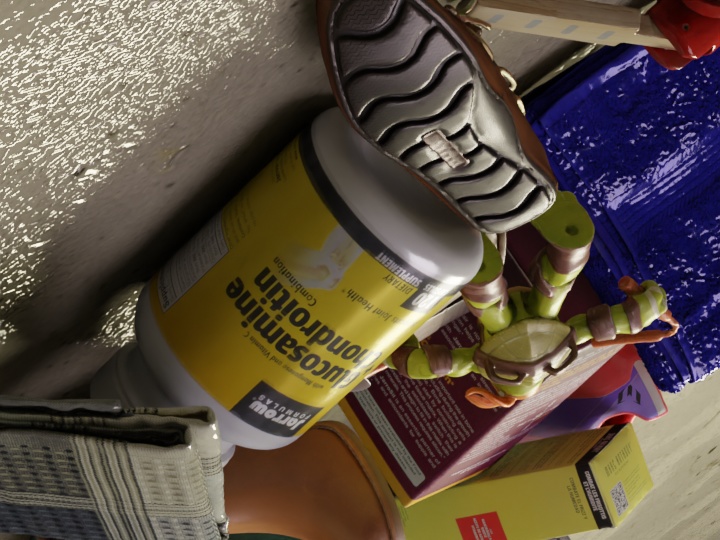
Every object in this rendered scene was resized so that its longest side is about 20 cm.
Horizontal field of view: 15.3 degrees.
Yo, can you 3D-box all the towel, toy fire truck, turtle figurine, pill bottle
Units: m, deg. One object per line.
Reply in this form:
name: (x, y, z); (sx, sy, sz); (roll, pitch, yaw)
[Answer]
towel: (-0.162, 0.092, 1.296); (0.192, 0.035, 0.200); (5, 160, 3)
towel: (0.183, -0.043, 1.507); (0.148, 0.200, 0.050); (-35, -160, -3)
toy fire truck: (0.162, -0.163, 1.290); (0.200, 0.129, 0.176); (-41, 165, -18)
turtle figurine: (0.075, 0.030, 1.434); (0.200, 0.064, 0.161); (-8, 147, 0)
pill bottle: (-0.042, 0.019, 1.350); (0.200, 0.112, 0.112); (-44, 162, 22)

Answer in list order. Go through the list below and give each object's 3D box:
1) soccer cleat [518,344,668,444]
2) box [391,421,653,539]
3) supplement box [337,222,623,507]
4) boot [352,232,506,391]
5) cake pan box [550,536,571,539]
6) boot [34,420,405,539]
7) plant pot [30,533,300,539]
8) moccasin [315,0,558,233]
soccer cleat: (0.128, 0.112, 1.779); (0.068, 0.073, 0.200); (-21, 161, -43)
box: (0.083, 0.148, 1.733); (0.200, 0.050, 0.075); (-13, -168, 30)
supplement box: (0.074, 0.042, 1.622); (0.086, 0.110, 0.200); (-21, 162, -42)
boot: (0.000, 0.000, 1.475); (0.146, 0.070, 0.200); (-19, 146, -13)
cake pan box: (0.054, 0.217, 1.924); (0.184, 0.200, 0.052); (-39, 166, 18)
boot: (-0.085, 0.127, 1.428); (0.155, 0.200, 0.074); (-25, 128, -32)
plant pot: (-0.110, 0.204, 1.628); (0.201, 0.161, 0.201); (-32, 163, -11)
moccasin: (0.035, -0.092, 1.265); (0.074, 0.078, 0.201); (-30, 146, 18)
